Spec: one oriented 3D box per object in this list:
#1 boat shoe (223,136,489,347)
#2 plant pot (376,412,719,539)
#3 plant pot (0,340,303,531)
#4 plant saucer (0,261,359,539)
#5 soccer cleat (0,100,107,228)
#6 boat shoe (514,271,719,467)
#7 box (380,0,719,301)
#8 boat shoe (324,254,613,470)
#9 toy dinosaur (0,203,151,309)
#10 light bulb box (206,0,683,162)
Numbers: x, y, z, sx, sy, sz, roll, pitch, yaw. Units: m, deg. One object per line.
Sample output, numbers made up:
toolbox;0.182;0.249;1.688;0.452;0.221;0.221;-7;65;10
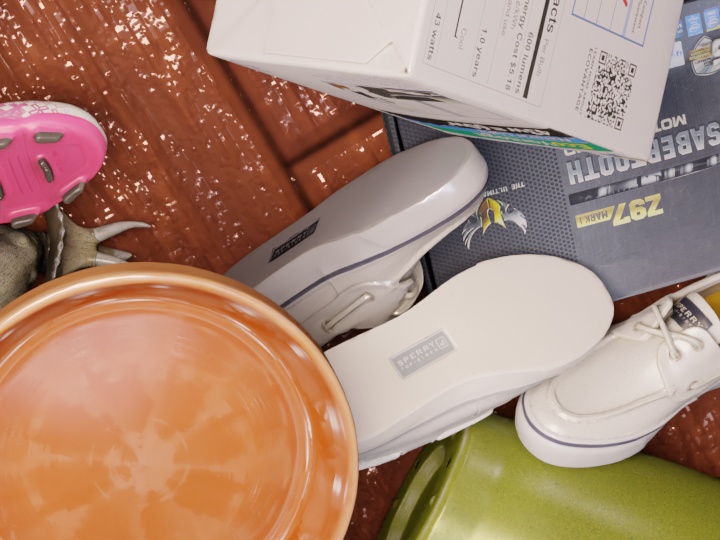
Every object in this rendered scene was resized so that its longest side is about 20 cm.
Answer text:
boat shoe;0.000;0.000;1.097;0.200;0.072;0.066;-33;112;31
plant pot;0.111;0.173;1.163;0.192;0.200;0.201;28;104;-6
plant pot;-0.130;0.119;1.082;0.196;0.200;0.196;-26;112;2
plant saucer;-0.101;0.090;0.951;0.199;0.032;0.201;-3;112;-8
soccer cleat;-0.227;-0.054;1.056;0.199;0.087;0.070;-20;136;5
boat shoe;0.171;0.041;1.137;0.199;0.071;0.070;-21;147;-25
box;0.119;-0.061;1.135;0.199;0.051;0.158;-15;113;-3
boat shoe;0.044;0.055;1.095;0.199;0.069;0.072;-30;74;-29
toy dinosaur;-0.206;0.013;1.066;0.102;0.200;0.077;-17;106;38
light bulb box;0.055;-0.168;0.971;0.200;0.124;0.199;14;89;-51
